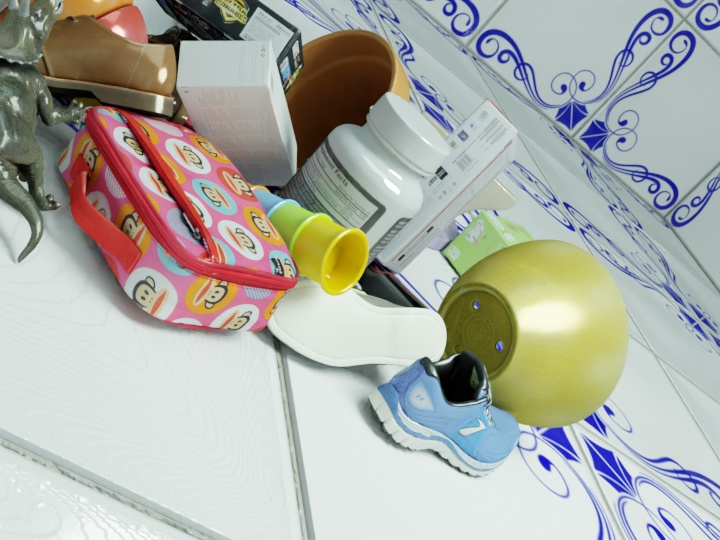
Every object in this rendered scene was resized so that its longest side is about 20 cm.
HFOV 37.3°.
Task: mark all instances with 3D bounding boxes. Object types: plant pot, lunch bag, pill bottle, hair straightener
[{"bbox_3d":[-0.016,-0.151,1.211,0.140,0.199,0.201,47,12,-44],"label":"plant pot"},{"bbox_3d":[-0.157,-0.043,0.855,0.175,0.082,0.201,11,35,-52],"label":"lunch bag"},{"bbox_3d":[-0.011,-0.065,1.000,0.110,0.200,0.111,38,19,-16],"label":"pill bottle"},{"bbox_3d":[0.155,0.065,1.098,0.141,0.201,0.201,3,43,-50],"label":"plant pot"},{"bbox_3d":[0.000,0.000,1.130,0.200,0.041,0.077,49,20,12],"label":"hair straightener"}]

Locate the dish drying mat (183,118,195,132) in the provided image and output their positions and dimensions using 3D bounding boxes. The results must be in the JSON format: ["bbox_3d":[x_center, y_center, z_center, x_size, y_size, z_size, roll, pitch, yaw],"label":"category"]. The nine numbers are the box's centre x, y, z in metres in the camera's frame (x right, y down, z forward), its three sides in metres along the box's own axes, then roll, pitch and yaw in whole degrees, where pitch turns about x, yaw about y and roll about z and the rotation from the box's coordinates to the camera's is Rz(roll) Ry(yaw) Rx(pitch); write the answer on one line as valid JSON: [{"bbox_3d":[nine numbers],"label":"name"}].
[{"bbox_3d":[-0.180,-0.191,1.197,0.076,0.018,0.201,36,21,-25],"label":"dish drying mat"}]

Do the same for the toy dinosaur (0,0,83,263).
[{"bbox_3d":[-0.254,-0.103,0.765,0.102,0.076,0.203,47,44,-57],"label":"toy dinosaur"}]

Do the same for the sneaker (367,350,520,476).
[{"bbox_3d":[0.098,0.130,0.990,0.199,0.089,0.079,25,26,-48],"label":"sneaker"}]

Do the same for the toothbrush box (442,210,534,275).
[{"bbox_3d":[0.226,0.027,1.466,0.201,0.086,0.145,53,21,26],"label":"toothbrush box"}]

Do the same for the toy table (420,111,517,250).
[{"bbox_3d":[0.118,-0.119,1.503,0.183,0.117,0.201,38,19,-16],"label":"toy table"}]

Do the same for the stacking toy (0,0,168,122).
[{"bbox_3d":[-0.231,-0.177,0.956,0.202,0.145,0.146,61,18,-8],"label":"stacking toy"}]

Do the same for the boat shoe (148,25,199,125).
[{"bbox_3d":[-0.207,-0.211,1.101,0.070,0.070,0.201,38,20,-26],"label":"boat shoe"}]

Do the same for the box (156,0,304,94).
[{"bbox_3d":[-0.131,-0.244,1.046,0.158,0.046,0.200,35,0,-2],"label":"box"}]

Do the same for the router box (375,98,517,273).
[{"bbox_3d":[0.088,-0.086,1.189,0.049,0.200,0.179,46,3,8],"label":"router box"}]

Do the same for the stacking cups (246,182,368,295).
[{"bbox_3d":[-0.085,-0.040,0.942,0.198,0.061,0.060,25,6,35],"label":"stacking cups"}]

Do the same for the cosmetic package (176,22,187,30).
[{"bbox_3d":[-0.167,-0.290,1.309,0.101,0.071,0.200,35,14,-23],"label":"cosmetic package"}]

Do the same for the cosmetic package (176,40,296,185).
[{"bbox_3d":[-0.110,-0.141,0.991,0.200,0.081,0.051,83,7,-70],"label":"cosmetic package"}]

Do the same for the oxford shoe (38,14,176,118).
[{"bbox_3d":[-0.248,-0.178,0.873,0.197,0.072,0.071,9,2,-19],"label":"oxford shoe"}]

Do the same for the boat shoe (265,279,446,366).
[{"bbox_3d":[-0.013,0.051,0.972,0.200,0.073,0.060,13,-7,-37],"label":"boat shoe"}]
